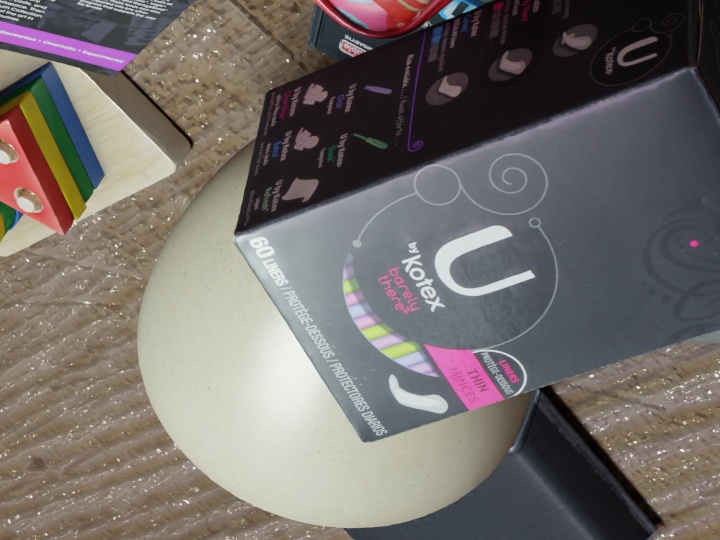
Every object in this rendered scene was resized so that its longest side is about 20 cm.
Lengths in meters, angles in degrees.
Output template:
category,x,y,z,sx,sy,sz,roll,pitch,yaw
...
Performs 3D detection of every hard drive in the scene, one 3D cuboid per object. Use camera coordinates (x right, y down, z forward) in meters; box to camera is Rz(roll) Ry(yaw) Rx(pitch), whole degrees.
category,x,y,z,sx,sy,sz,roll,pitch,yaw
hard drive,0.060,0.132,1.470,0.199,0.042,0.135,-13,125,47

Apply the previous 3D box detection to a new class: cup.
category,x,y,z,sx,sy,sz,roll,pitch,yaw
cup,0.000,0.000,1.212,0.199,0.201,0.144,28,146,7

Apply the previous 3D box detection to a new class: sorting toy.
category,x,y,z,sx,sy,sz,roll,pitch,yaw
sorting toy,-0.228,-0.086,1.408,0.199,0.070,0.199,45,144,-18

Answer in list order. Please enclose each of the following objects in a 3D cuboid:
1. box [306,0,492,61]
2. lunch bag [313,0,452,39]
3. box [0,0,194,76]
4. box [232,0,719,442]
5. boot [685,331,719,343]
category,x,y,z,sx,sy,sz,roll,pitch,yaw
box,0.082,-0.119,1.136,0.199,0.046,0.159,28,145,7
lunch bag,-0.014,-0.196,1.029,0.200,0.082,0.176,45,139,-9
box,-0.139,-0.159,1.219,0.142,0.036,0.200,12,156,-28
box,0.066,-0.032,1.024,0.199,0.106,0.123,-20,123,21
boot,0.202,0.046,1.108,0.181,0.073,0.200,-2,146,38
